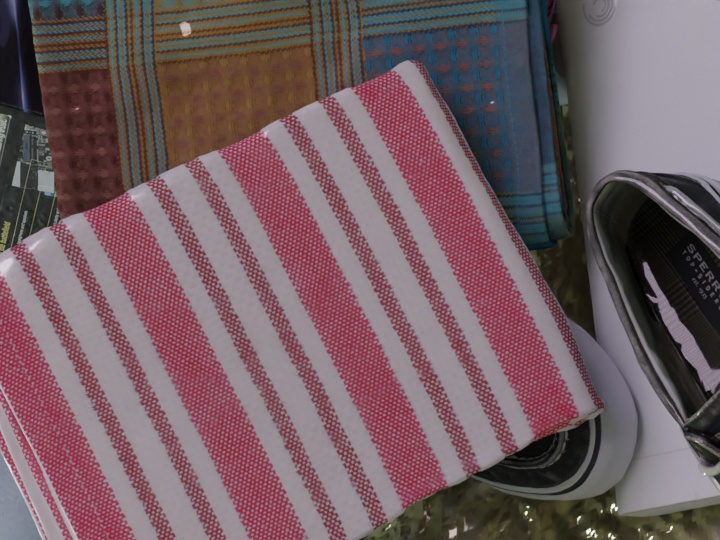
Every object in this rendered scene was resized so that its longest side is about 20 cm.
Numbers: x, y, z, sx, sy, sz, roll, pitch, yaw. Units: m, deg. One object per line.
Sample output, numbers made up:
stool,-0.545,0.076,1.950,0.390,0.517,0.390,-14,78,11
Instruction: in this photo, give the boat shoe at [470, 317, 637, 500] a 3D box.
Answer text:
boat shoe,0.014,0.032,0.920,0.199,0.067,0.072,31,113,39

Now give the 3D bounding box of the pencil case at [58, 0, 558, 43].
pencil case,-0.023,-0.107,0.950,0.198,0.083,0.087,3,97,11

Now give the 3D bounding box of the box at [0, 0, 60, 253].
box,-0.140,-0.031,1.076,0.201,0.162,0.087,112,171,-49

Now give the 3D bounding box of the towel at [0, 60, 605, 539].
towel,-0.032,0.029,0.854,0.199,0.147,0.030,-26,-7,-10

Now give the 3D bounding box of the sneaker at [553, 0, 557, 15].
sneaker,0.149,-0.103,0.971,0.115,0.076,0.201,-36,50,7

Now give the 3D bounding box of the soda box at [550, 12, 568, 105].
soda box,0.083,-0.169,1.103,0.063,0.068,0.201,-12,50,42

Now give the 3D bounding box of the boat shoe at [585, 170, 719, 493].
boat shoe,0.132,0.048,0.800,0.072,0.071,0.201,-51,55,25

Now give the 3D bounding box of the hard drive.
hard drive,0.137,-0.022,0.869,0.131,0.026,0.202,-16,74,40

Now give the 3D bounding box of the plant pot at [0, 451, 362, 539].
plant pot,-0.076,0.107,0.941,0.134,0.201,0.201,-32,36,-1

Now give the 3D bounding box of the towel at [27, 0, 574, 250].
towel,-0.025,-0.070,0.903,0.198,0.148,0.022,-7,5,13
